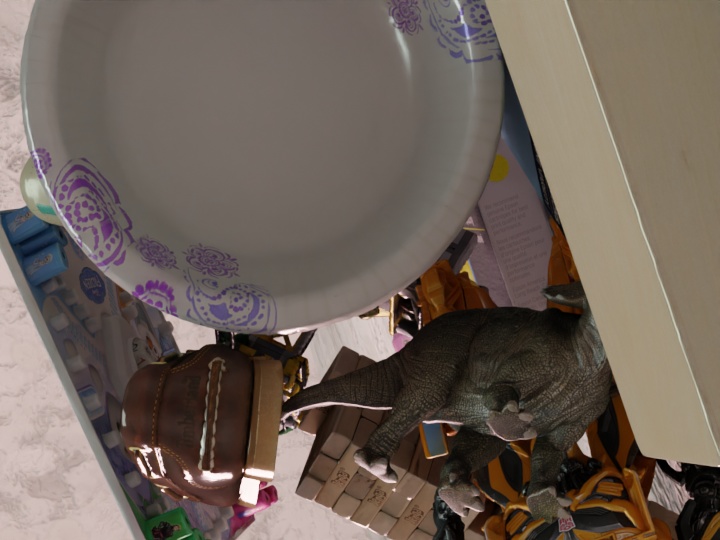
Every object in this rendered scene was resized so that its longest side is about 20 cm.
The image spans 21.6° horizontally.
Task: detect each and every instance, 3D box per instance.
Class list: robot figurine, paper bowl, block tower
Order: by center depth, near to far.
[{"bbox_3d":[-0.042,-0.073,0.811,0.104,0.199,0.203,159,92,-84],"label":"paper bowl"},{"bbox_3d":[0.086,0.074,0.839,0.058,0.144,0.201,52,-159,-48],"label":"robot figurine"},{"bbox_3d":[0.063,0.113,0.912,0.054,0.199,0.058,-57,8,44],"label":"block tower"}]

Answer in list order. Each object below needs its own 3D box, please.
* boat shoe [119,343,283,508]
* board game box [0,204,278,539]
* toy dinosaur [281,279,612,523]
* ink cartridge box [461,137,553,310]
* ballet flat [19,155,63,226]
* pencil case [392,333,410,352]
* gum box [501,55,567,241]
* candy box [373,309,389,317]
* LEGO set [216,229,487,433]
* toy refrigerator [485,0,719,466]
[{"bbox_3d":[-0.072,0.067,0.840,0.200,0.069,0.071,110,163,-77],"label":"boat shoe"},{"bbox_3d":[-0.109,0.054,0.979,0.202,0.026,0.200,65,-171,0],"label":"board game box"},{"bbox_3d":[0.056,0.048,0.798,0.077,0.199,0.103,50,-136,-22],"label":"toy dinosaur"},{"bbox_3d":[0.070,-0.033,1.111,0.198,0.047,0.202,-160,50,-82],"label":"ink cartridge box"},{"bbox_3d":[-0.100,-0.074,0.933,0.200,0.069,0.070,-45,-57,-53],"label":"ballet flat"},{"bbox_3d":[0.088,0.121,1.248,0.083,0.086,0.202,-39,68,62],"label":"pencil case"},{"bbox_3d":[0.063,-0.139,0.826,0.201,0.044,0.171,-116,10,-47],"label":"gum box"},{"bbox_3d":[0.014,-0.081,1.096,0.201,0.056,0.117,100,168,-47],"label":"candy box"},{"bbox_3d":[0.000,0.000,0.964,0.115,0.154,0.201,22,138,17],"label":"LEGO set"},{"bbox_3d":[0.106,-0.041,0.644,0.076,0.069,0.202,167,83,-77],"label":"toy refrigerator"}]
